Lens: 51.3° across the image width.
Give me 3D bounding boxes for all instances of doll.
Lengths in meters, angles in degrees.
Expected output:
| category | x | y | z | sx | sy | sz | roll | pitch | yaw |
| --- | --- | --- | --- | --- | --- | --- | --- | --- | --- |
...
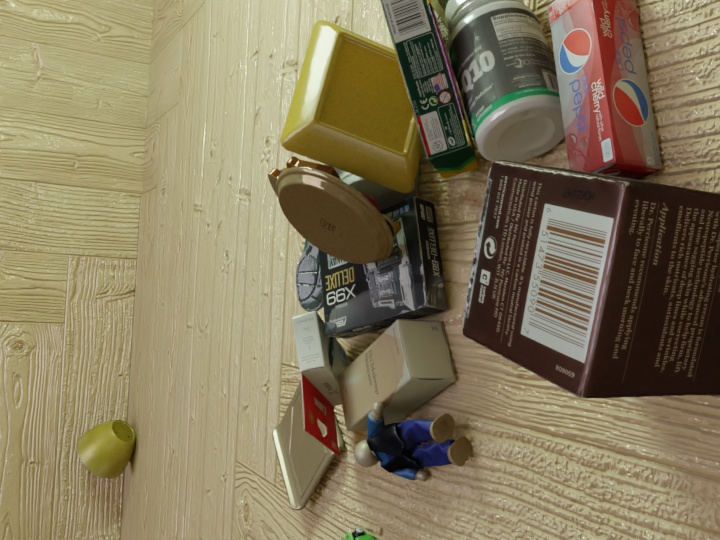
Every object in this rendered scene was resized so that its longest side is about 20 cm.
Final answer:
| category | x | y | z | sx | sy | sz | roll | pitch | yaw |
| --- | --- | --- | --- | --- | --- | --- | --- | --- | --- |
| doll | 0.058 | 0.239 | 1.034 | 0.137 | 0.048 | 0.199 | 54 | 140 | -8 |

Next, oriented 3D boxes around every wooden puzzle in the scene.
| category | x | y | z | sx | sy | sz | roll | pitch | yaw |
| --- | --- | --- | --- | --- | --- | --- | --- | --- | --- |
| wooden puzzle | -0.097 | 0.311 | 1.386 | 0.201 | 0.037 | 0.186 | -59 | 38 | 33 |

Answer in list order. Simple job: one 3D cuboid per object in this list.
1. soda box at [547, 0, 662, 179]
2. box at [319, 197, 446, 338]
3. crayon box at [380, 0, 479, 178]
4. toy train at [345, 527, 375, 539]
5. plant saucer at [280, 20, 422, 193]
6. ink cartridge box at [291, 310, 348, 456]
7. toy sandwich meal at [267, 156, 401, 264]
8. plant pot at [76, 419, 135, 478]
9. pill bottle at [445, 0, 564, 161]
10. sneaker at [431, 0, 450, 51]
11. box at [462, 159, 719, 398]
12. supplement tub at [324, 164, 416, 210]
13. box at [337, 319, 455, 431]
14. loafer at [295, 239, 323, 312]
| category | x | y | z | sx | sy | sz | roll | pitch | yaw |
| --- | --- | --- | --- | --- | --- | --- | --- | --- | --- |
| soda box | 0.247 | -0.189 | 0.764 | 0.063 | 0.069 | 0.203 | -25 | 65 | 59 |
| box | 0.027 | 0.002 | 1.100 | 0.199 | 0.049 | 0.160 | -19 | 69 | 40 |
| crayon box | 0.089 | -0.226 | 0.927 | 0.172 | 0.058 | 0.202 | 5 | -111 | -79 |
| toy train | -0.013 | 0.507 | 1.196 | 0.056 | 0.041 | 0.202 | 27 | 111 | 48 |
| plant saucer | 0.010 | -0.233 | 1.029 | 0.048 | 0.198 | 0.202 | 149 | 137 | -70 |
| ink cartridge box | -0.052 | 0.183 | 1.183 | 0.200 | 0.044 | 0.178 | 62 | -164 | -63 |
| toy sandwich meal | -0.032 | -0.088 | 1.030 | 0.071 | 0.205 | 0.205 | -57 | 18 | -25 |
| plant pot | -0.895 | 0.622 | 2.701 | 0.142 | 0.199 | 0.201 | -45 | 43 | 16 |
| pill bottle | 0.167 | -0.237 | 0.877 | 0.113 | 0.112 | 0.202 | -47 | 47 | 49 |
| sneaker | 0.099 | -0.384 | 1.047 | 0.077 | 0.088 | 0.203 | -18 | 70 | 60 |
| box | 0.222 | 0.005 | 0.650 | 0.164 | 0.198 | 0.168 | 25 | 108 | 60 |
| supplement tub | 0.010 | -0.200 | 1.135 | 0.140 | 0.139 | 0.202 | -40 | 52 | 53 |
| box | 0.047 | 0.155 | 1.085 | 0.200 | 0.077 | 0.096 | -50 | 43 | 48 |
| loafer | -0.065 | -0.031 | 1.273 | 0.071 | 0.063 | 0.203 | 5 | 92 | 20 |
